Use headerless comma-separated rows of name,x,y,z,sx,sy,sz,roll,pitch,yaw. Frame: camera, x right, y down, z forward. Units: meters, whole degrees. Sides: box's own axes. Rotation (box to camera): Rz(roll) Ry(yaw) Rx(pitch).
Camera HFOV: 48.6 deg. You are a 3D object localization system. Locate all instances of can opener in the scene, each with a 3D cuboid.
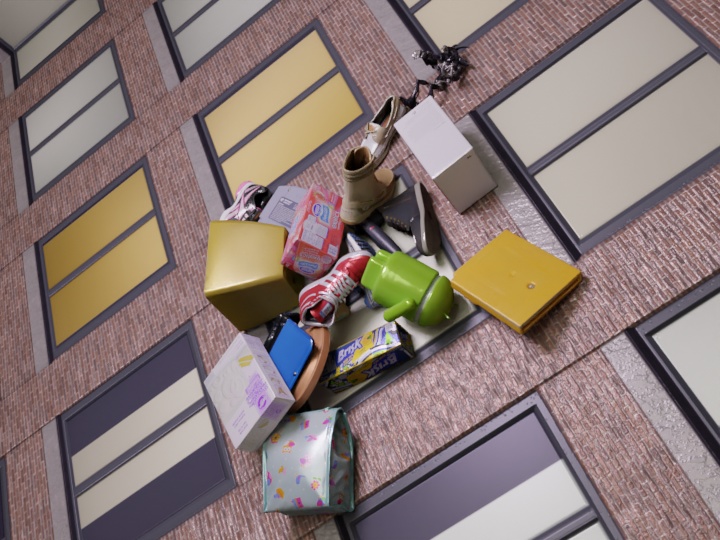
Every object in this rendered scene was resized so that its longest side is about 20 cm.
can opener,0.034,-0.086,1.799,0.079,0.063,0.200,-44,49,4

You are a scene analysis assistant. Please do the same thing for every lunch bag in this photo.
lunch bag,-0.103,0.380,1.592,0.169,0.122,0.202,-14,63,27

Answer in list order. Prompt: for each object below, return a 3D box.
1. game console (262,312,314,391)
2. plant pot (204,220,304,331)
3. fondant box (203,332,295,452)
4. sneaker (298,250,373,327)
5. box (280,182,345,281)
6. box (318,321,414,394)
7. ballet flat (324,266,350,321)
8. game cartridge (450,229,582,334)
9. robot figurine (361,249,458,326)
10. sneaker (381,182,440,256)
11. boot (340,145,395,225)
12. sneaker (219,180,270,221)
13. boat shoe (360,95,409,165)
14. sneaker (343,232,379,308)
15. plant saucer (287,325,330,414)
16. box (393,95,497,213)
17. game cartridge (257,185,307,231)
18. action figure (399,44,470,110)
game console,-0.161,0.204,1.706,0.118,0.171,0.201,30,96,14
plant pot,-0.233,0.002,1.849,0.175,0.200,0.201,-9,59,15
fondant box,-0.231,0.248,1.634,0.145,0.058,0.200,-53,46,15
sneaker,-0.050,0.045,1.677,0.199,0.071,0.113,-37,26,20
box,-0.101,-0.087,1.791,0.095,0.102,0.201,-49,21,40
box,0.008,0.181,1.661,0.199,0.070,0.065,-27,51,17
ballet flat,-0.072,0.034,1.813,0.063,0.069,0.201,-15,55,-8
game cartridge,0.299,0.018,1.558,0.176,0.033,0.200,-38,45,-18
robot figurine,0.103,0.037,1.626,0.199,0.175,0.116,28,118,11
sneaker,0.110,-0.094,1.756,0.106,0.075,0.201,-26,44,23
boot,0.019,-0.215,1.785,0.072,0.156,0.200,24,47,24
sneaker,-0.293,-0.141,2.031,0.086,0.080,0.201,8,70,34
boat shoe,0.040,-0.333,1.929,0.074,0.068,0.201,24,79,39
sneaker,0.000,0.000,1.763,0.085,0.077,0.201,-42,53,17
plant saucer,-0.127,0.205,1.694,0.201,0.032,0.201,-52,21,29
box,0.184,-0.252,1.737,0.106,0.152,0.201,-36,50,9
game cartridge,-0.156,-0.137,1.969,0.199,0.041,0.134,27,84,39
action figure,0.181,-0.473,1.895,0.118,0.102,0.201,28,83,33
